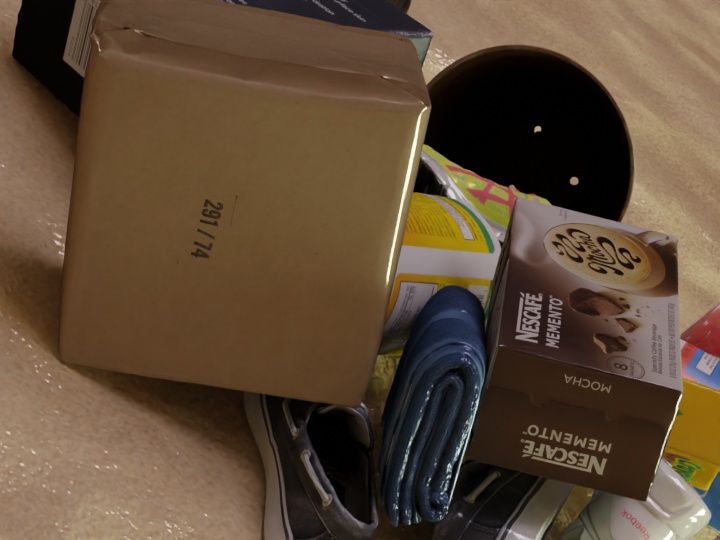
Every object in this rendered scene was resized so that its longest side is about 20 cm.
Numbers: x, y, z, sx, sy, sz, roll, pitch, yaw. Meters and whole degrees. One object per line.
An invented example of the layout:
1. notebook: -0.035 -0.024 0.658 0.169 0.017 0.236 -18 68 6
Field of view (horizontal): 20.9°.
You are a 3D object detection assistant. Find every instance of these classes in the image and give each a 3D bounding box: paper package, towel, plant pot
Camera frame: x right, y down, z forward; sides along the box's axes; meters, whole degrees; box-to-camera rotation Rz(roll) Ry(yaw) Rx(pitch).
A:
1. paper package: -0.068 -0.042 1.106 0.188 0.202 0.104 10 29 -5
2. towel: 0.043 0.076 1.184 0.048 0.113 0.200 16 11 1
3. plant pot: 0.136 -0.084 1.593 0.187 0.187 0.200 43 10 6

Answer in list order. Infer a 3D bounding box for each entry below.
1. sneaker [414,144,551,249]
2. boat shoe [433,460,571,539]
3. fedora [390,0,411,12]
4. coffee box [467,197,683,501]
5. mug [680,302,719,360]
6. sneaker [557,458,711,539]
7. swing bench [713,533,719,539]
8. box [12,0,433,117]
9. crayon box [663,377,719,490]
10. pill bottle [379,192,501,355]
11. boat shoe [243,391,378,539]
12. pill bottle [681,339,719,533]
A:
1. sneaker: 0.096 -0.031 1.421 0.090 0.079 0.200 -21 51 -37
2. boat shoe: 0.092 0.143 1.240 0.067 0.072 0.200 30 22 9
3. fedora: -0.052 -0.248 1.616 0.175 0.201 0.091 14 52 24
4. coffee box: 0.133 0.043 1.199 0.112 0.081 0.200 14 28 2
5. mug: 0.335 0.127 1.561 0.200 0.134 0.177 51 28 14
6. sneaker: 0.159 0.177 1.251 0.078 0.099 0.200 45 -11 17
7. swing bench: 0.307 0.223 1.269 0.199 0.199 0.130 10 38 -48
8. box: -0.095 -0.152 1.314 0.199 0.118 0.196 -8 37 -42
9. crayon box: 0.184 0.097 1.329 0.198 0.052 0.126 19 -11 10
10. pill bottle: 0.000 0.000 1.300 0.199 0.113 0.113 4 43 -53
11. boat shoe: -0.023 0.099 1.154 0.071 0.068 0.201 30 27 -22
12. pill bottle: 0.289 0.144 1.431 0.199 0.113 0.112 29 22 11
